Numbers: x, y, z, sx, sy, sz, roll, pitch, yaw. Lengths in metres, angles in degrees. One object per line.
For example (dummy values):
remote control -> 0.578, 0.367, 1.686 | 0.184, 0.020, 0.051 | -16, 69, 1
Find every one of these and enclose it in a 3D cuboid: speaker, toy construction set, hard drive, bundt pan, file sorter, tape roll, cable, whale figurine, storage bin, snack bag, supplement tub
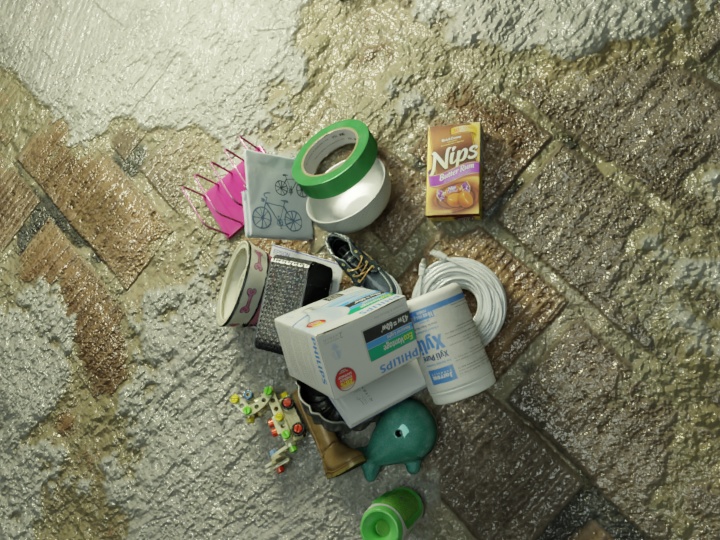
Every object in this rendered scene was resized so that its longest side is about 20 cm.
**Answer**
speaker -> 0.064, 0.476, 1.143 | 0.088, 0.200, 0.089 | -3, 81, 18
toy construction set -> -0.195, 0.344, 1.310 | 0.130, 0.092, 0.201 | -24, 81, -9
hard drive -> 0.029, 0.215, 1.177 | 0.199, 0.026, 0.132 | -22, 51, -27
bundt pan -> -0.035, 0.246, 1.208 | 0.200, 0.076, 0.203 | 5, 44, -5
file sorter -> -0.303, -0.200, 1.411 | 0.199, 0.125, 0.139 | -38, 72, 10
tape roll -> -0.058, -0.251, 1.325 | 0.199, 0.048, 0.202 | -21, 45, 22
cable -> 0.202, 0.074, 1.226 | 0.198, 0.069, 0.202 | 16, 88, 20
whale figurine -> 0.064, 0.350, 1.213 | 0.200, 0.104, 0.160 | -39, 72, 10
storage bin -> -0.139, 0.078, 1.262 | 0.093, 0.135, 0.202 | 9, 86, 20
snack bag -> -0.188, -0.169, 1.335 | 0.021, 0.188, 0.202 | -10, 84, 43
supplement tub -> 0.163, 0.137, 1.127 | 0.131, 0.132, 0.202 | -22, 84, 15

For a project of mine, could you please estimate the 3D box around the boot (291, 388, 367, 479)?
boot -> -0.074, 0.330, 1.245 | 0.175, 0.066, 0.201 | -45, 65, 54

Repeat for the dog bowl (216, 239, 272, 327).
dog bowl -> -0.258, 0.037, 1.339 | 0.073, 0.200, 0.202 | 18, 87, -24

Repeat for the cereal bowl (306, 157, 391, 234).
cereal bowl -> -0.017, -0.155, 1.309 | 0.199, 0.083, 0.201 | -19, 46, 21

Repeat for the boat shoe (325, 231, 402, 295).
boat shoe -> 0.000, 0.000, 1.235 | 0.071, 0.091, 0.200 | -47, 57, -2

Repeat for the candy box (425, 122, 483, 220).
candy box -> 0.203, -0.211, 1.275 | 0.116, 0.056, 0.202 | -1, 80, 20

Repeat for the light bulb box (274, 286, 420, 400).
light bulb box -> -0.028, 0.127, 1.123 | 0.199, 0.197, 0.126 | 6, 115, 60

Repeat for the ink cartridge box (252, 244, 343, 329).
ink cartridge box -> -0.142, 0.062, 1.361 | 0.196, 0.047, 0.202 | 16, 86, 22
